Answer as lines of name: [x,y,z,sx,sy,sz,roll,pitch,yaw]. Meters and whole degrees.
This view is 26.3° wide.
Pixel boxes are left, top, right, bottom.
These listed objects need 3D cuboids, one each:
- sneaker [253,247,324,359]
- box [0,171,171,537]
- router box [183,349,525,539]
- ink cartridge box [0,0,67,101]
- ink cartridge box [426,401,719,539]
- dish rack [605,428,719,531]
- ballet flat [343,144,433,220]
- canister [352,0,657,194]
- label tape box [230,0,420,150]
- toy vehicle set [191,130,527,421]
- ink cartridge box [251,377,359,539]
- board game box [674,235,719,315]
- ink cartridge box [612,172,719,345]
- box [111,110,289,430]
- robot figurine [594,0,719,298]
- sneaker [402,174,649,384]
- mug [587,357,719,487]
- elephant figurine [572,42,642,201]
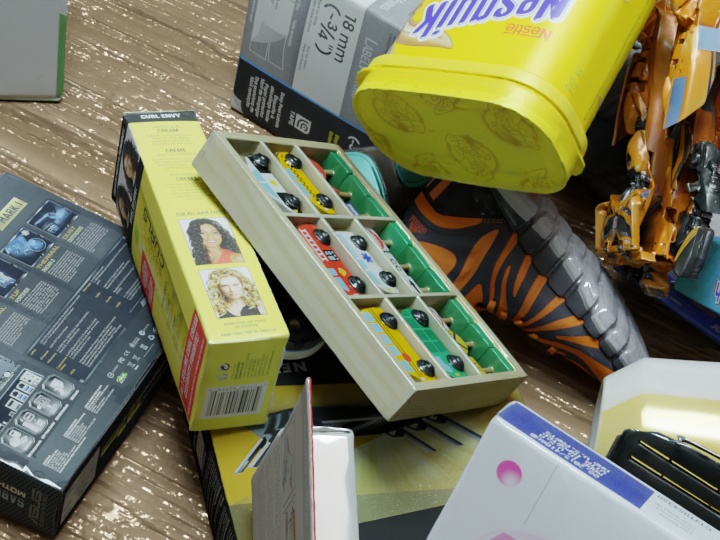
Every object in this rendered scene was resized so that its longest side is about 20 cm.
sneaker: [-0.060,-0.007,0.972,0.071,0.073,0.201,6,35,-22]
box: [-0.198,0.043,0.914,0.157,0.051,0.200,25,44,6]
router box: [0.009,0.119,0.896,0.198,0.052,0.158,-4,47,-19]
ink cartridge box: [-0.257,-0.243,1.119,0.084,0.147,0.201,-1,45,-14]
ink cartridge box: [0.106,0.198,0.739,0.196,0.201,0.043,31,20,17]
dish rack: [0.151,0.185,0.771,0.153,0.201,0.055,31,31,16]
ballet flat: [0.025,-0.055,1.054,0.199,0.068,0.068,-18,64,13]
canister: [0.103,-0.156,0.959,0.148,0.087,0.201,11,60,38]
label tape box: [0.011,-0.137,1.089,0.199,0.145,0.063,32,46,17]
toy vehicle set: [0.000,0.000,0.902,0.200,0.027,0.124,51,27,22]
ink cartridge box: [-0.018,0.169,0.708,0.043,0.174,0.201,3,67,-13]
board game box: [0.303,0.027,0.950,0.151,0.045,0.200,11,10,-12]
ink cartridge box: [0.274,-0.005,1.107,0.119,0.042,0.200,37,46,21]
box: [-0.098,-0.005,0.903,0.050,0.076,0.201,-5,46,-23]
robot figurine: [0.198,-0.083,1.003,0.058,0.145,0.202,11,85,-10]
sneaker: [0.102,0.021,1.012,0.201,0.112,0.078,54,18,-4]
mug: [0.207,0.116,0.881,0.152,0.187,0.151,12,86,8]
elephant figurine: [0.234,-0.141,1.171,0.155,0.142,0.200,39,53,3]
